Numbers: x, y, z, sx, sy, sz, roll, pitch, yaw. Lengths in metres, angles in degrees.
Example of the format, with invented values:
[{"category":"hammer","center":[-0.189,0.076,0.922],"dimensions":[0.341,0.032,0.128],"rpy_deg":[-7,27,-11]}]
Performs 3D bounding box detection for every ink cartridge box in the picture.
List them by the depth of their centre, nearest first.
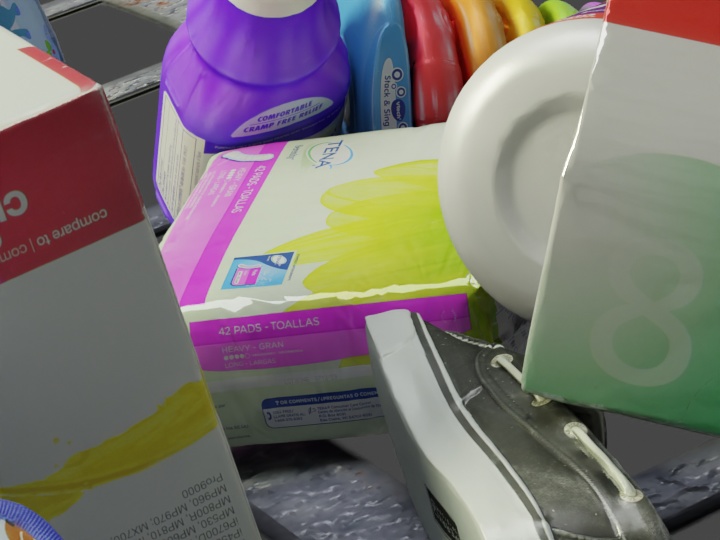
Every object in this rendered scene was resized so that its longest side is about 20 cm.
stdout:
[{"category":"ink cartridge box","center":[0.147,-0.042,0.905],"dimensions":[0.160,0.201,0.050],"rpy_deg":[12,19,6]},{"category":"ink cartridge box","center":[-0.112,0.030,0.983],"dimensions":[0.083,0.201,0.145],"rpy_deg":[-25,21,-16]}]

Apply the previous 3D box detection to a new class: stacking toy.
[{"category":"stacking toy","center":[0.089,-0.085,1.324],"dimensions":[0.199,0.117,0.110],"rpy_deg":[-5,12,-11]}]

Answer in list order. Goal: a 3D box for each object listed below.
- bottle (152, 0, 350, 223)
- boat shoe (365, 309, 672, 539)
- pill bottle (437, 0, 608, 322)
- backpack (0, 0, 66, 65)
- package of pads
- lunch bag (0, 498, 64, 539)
[{"category":"bottle","center":[-0.046,-0.082,1.272],"dimensions":[0.083,0.066,0.200],"rpy_deg":[-19,-25,-17]},{"category":"boat shoe","center":[0.051,0.064,0.968],"dimensions":[0.063,0.071,0.200],"rpy_deg":[-19,27,-8]},{"category":"pill bottle","center":[0.105,-0.047,1.093],"dimensions":[0.112,0.113,0.200],"rpy_deg":[-9,7,18]},{"category":"backpack","center":[-0.233,-0.065,1.364],"dimensions":[0.146,0.184,0.200],"rpy_deg":[-1,29,38]},{"category":"package of pads","center":[0.000,0.000,1.160],"dimensions":[0.153,0.069,0.200],"rpy_deg":[-7,21,12]},{"category":"lunch bag","center":[-0.162,0.141,0.842],"dimensions":[0.170,0.124,0.199],"rpy_deg":[-30,35,-31]}]
